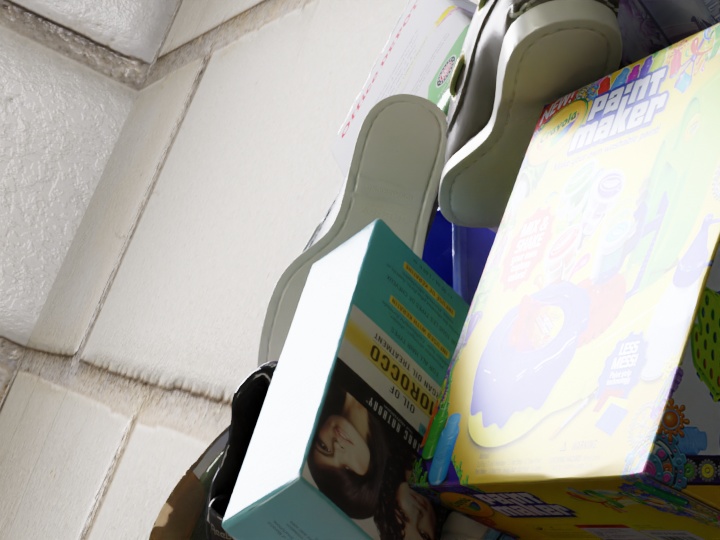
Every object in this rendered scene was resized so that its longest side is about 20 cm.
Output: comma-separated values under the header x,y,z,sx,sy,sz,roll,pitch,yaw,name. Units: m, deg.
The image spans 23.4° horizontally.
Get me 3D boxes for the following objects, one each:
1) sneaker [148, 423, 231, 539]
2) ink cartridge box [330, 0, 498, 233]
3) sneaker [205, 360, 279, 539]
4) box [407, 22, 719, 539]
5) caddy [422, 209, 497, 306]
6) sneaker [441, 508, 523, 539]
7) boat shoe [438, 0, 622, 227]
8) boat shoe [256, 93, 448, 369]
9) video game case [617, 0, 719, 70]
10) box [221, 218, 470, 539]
x,y,z,sx,sy,sz,roll,pitch,yaw,name
-0.032,0.122,1.032,0.200,0.090,0.067,-42,-31,-43,sneaker
0.059,-0.099,1.169,0.146,0.087,0.200,-60,19,13,ink cartridge box
-0.051,0.141,0.852,0.075,0.087,0.201,8,91,30,sneaker
0.139,0.020,0.701,0.200,0.122,0.193,-21,45,66,box
0.038,0.050,0.985,0.142,0.105,0.200,-54,20,34,caddy
0.061,0.161,0.776,0.201,0.090,0.078,-60,-3,-25,sneaker
0.078,-0.086,0.848,0.202,0.072,0.061,108,157,-62,boat shoe
0.000,0.000,0.955,0.062,0.072,0.201,95,-164,-67,boat shoe
0.159,-0.102,0.800,0.019,0.143,0.200,-37,2,-29,video game case
0.002,0.066,0.801,0.049,0.082,0.200,-36,21,29,box
